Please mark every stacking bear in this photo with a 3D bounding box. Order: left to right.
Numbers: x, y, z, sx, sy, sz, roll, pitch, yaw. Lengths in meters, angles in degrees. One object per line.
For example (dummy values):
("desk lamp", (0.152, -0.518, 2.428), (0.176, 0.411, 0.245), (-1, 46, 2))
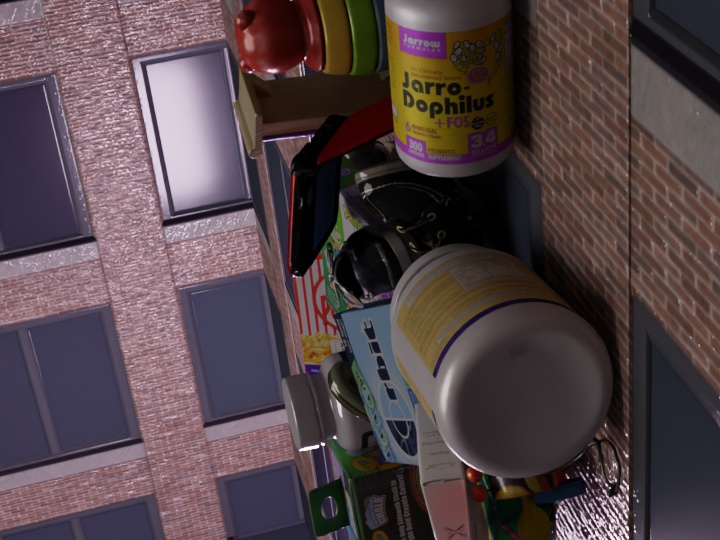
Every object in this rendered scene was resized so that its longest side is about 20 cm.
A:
("stacking bear", (-0.025, -0.243, 1.323), (0.122, 0.200, 0.114), (91, 163, -55))

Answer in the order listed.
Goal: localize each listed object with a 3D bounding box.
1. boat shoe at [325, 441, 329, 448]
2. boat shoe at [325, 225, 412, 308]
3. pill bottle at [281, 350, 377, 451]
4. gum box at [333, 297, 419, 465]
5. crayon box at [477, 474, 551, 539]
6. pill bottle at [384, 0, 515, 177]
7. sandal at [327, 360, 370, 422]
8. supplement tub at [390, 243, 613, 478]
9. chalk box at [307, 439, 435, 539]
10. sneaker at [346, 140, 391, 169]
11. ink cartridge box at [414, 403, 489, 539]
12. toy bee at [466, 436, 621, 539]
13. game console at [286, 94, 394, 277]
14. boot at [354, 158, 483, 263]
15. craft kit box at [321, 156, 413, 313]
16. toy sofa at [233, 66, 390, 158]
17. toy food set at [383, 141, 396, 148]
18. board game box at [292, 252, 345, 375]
("boat shoe", (0.020, 0.211, 1.737), (0.075, 0.200, 0.068), (-53, 30, 15))
("boat shoe", (0.000, 0.000, 1.360), (0.200, 0.062, 0.075), (-167, 55, -75))
("pill bottle", (0.013, 0.149, 1.614), (0.120, 0.200, 0.120), (168, 90, -80))
("gum box", (0.047, 0.112, 1.379), (0.200, 0.044, 0.170), (-17, 93, 70))
("crayon box", (0.141, 0.244, 1.410), (0.200, 0.058, 0.119), (92, 163, -56))
("pill bottle", (0.074, -0.184, 1.108), (0.104, 0.104, 0.200), (-115, 15, -54))
("sandal", (0.055, 0.154, 1.512), (0.057, 0.201, 0.080), (-49, 25, 22))
("supplement tub", (0.107, 0.066, 1.113), (0.200, 0.145, 0.146), (-124, 23, -66))
("chalk box", (0.033, 0.267, 1.646), (0.124, 0.200, 0.125), (-128, 28, -69))
("sneaker", (0.022, -0.078, 1.699), (0.200, 0.075, 0.116), (74, 175, -68))
("ink cartridge box", (0.089, 0.245, 1.213), (0.174, 0.043, 0.200), (-91, -11, -46))
("toy bee", (0.139, 0.166, 1.173), (0.200, 0.108, 0.131), (96, 161, -63))
("game console", (0.006, -0.096, 1.325), (0.200, 0.118, 0.173), (-62, -23, -69))
("boot", (0.067, -0.012, 1.227), (0.203, 0.073, 0.154), (22, -122, -60))
("craft kit box", (0.014, 0.004, 1.496), (0.200, 0.048, 0.198), (49, 148, 48))
("toy sofa", (-0.033, -0.173, 1.474), (0.098, 0.200, 0.083), (99, 157, -49))
("toy food set", (0.069, -0.041, 1.440), (0.144, 0.060, 0.200), (-150, 44, -78))
("board game box", (-0.004, 0.048, 1.723), (0.046, 0.151, 0.200), (-75, -17, -53))
